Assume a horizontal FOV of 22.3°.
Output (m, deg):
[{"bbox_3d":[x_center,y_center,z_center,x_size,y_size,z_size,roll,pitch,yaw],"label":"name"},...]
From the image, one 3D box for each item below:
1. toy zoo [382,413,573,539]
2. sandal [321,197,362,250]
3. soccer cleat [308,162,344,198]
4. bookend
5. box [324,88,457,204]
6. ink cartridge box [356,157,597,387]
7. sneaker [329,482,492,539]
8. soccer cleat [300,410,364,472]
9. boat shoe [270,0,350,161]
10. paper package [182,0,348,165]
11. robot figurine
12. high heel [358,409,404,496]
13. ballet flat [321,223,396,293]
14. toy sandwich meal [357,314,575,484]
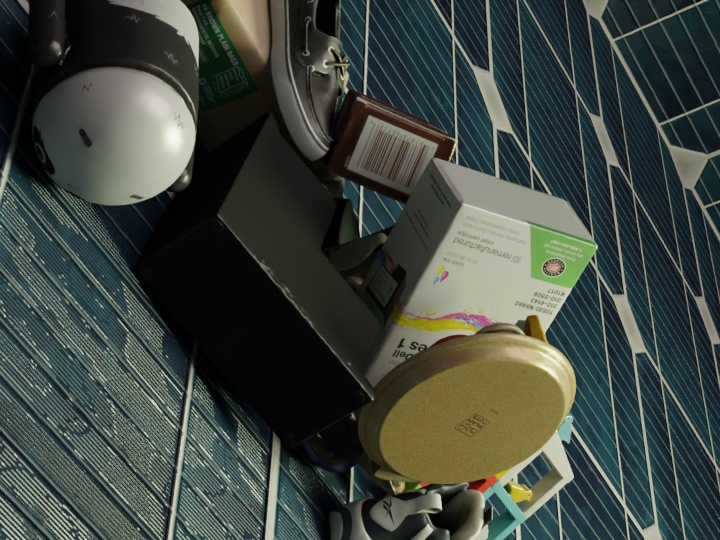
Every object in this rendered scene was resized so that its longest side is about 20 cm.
[{"bbox_3d":[0.119,0.198,1.719,0.131,0.200,0.020,53,-6,-37],"label":"toy zoo"},{"bbox_3d":[0.000,0.001,1.740,0.201,0.048,0.075,72,27,-64],"label":"sandal"},{"bbox_3d":[-0.059,-0.070,1.705,0.200,0.069,0.078,-78,152,-53],"label":"soccer cleat"},{"bbox_3d":[-0.068,0.003,1.515,0.199,0.092,0.200,50,26,-18],"label":"bookend"},{"bbox_3d":[0.024,-0.112,1.658,0.100,0.075,0.200,23,5,-6],"label":"box"},{"bbox_3d":[0.087,0.021,1.575,0.145,0.200,0.084,16,27,-27],"label":"ink cartridge box"},{"bbox_3d":[0.072,0.248,1.619,0.199,0.129,0.080,50,27,-42],"label":"sneaker"},{"bbox_3d":[-0.052,0.084,1.600,0.084,0.065,0.200,110,-42,-74],"label":"soccer cleat"},{"bbox_3d":[-0.040,-0.188,1.598,0.069,0.057,0.200,43,33,-50],"label":"boat shoe"},{"bbox_3d":[-0.106,-0.201,1.674,0.200,0.103,0.191,60,21,-24],"label":"paper package"},{"bbox_3d":[-0.185,-0.140,1.374,0.150,0.125,0.200,11,45,-15],"label":"robot figurine"},{"bbox_3d":[0.037,0.096,1.675,0.200,0.142,0.071,65,-24,5],"label":"high heel"},{"bbox_3d":[0.039,-0.017,1.629,0.071,0.200,0.065,61,-7,30],"label":"ballet flat"},{"bbox_3d":[0.084,0.106,1.524,0.205,0.205,0.070,47,19,-45],"label":"toy sandwich meal"}]
